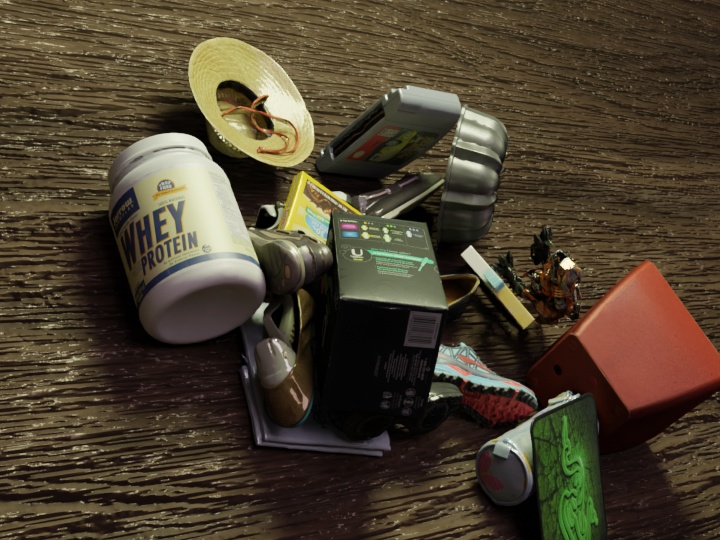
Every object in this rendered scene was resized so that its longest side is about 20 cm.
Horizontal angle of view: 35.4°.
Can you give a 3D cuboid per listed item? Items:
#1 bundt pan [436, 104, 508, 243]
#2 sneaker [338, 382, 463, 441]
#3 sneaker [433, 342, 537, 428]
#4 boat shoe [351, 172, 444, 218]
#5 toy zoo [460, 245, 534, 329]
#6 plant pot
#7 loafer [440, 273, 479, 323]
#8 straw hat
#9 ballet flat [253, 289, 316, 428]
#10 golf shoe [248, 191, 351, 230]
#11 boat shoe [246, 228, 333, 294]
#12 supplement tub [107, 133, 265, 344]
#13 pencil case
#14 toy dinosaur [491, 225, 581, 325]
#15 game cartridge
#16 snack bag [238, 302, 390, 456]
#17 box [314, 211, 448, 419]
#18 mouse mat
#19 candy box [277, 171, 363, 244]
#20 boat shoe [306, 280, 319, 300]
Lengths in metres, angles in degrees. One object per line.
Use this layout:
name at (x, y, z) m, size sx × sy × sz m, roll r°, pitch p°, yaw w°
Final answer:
bundt pan at (0.164, -0.130, 1.619) m, size 0.074 × 0.204 × 0.203 m, roll 13°, pitch 40°, yaw 8°
sneaker at (0.045, 0.144, 1.350) m, size 0.198 × 0.076 × 0.091 m, roll 6°, pitch 41°, yaw -45°
sneaker at (0.149, 0.135, 1.472) m, size 0.198 × 0.079 × 0.097 m, roll 22°, pitch 41°, yaw -26°
boat shoe at (0.052, -0.109, 1.603) m, size 0.057 × 0.067 × 0.199 m, roll 53°, pitch 43°, yaw 3°
toy zoo at (0.191, 0.026, 1.566) m, size 0.132 × 0.020 × 0.200 m, roll 50°, pitch 4°, yaw 7°
plant pot at (0.352, 0.142, 1.565) m, size 0.175 × 0.200 × 0.201 m, roll -22°, pitch 70°, yaw -37°
loafer at (0.080, 0.037, 1.503) m, size 0.198 × 0.072 × 0.073 m, roll -15°, pitch 66°, yaw -47°
straw hat at (-0.163, -0.199, 1.493) m, size 0.199 × 0.085 × 0.204 m, roll 23°, pitch 48°, yaw -28°
ballet flat at (-0.087, 0.084, 1.274) m, size 0.073 × 0.067 × 0.202 m, roll 51°, pitch 29°, yaw -33°
golf shoe at (-0.080, -0.066, 1.453) m, size 0.094 × 0.078 × 0.200 m, roll 41°, pitch 37°, yaw -2°
boat shoe at (-0.092, -0.011, 1.301) m, size 0.072 × 0.199 × 0.076 m, roll -9°, pitch 103°, yaw -26°
supplement tub at (-0.200, -0.036, 1.265) m, size 0.143 × 0.145 × 0.202 m, roll 1°, pitch 54°, yaw -40°
pencil case at (0.230, 0.226, 1.448) m, size 0.083 × 0.092 × 0.199 m, roll 32°, pitch 34°, yaw 28°
toy dinosaur at (0.259, 0.026, 1.591) m, size 0.101 × 0.201 × 0.136 m, roll -20°, pitch 61°, yaw -32°
game cartridge at (0.043, -0.187, 1.573) m, size 0.132 × 0.199 × 0.042 m, roll -3°, pitch 68°, yaw -41°
snack bag at (-0.063, 0.124, 1.341) m, size 0.186 × 0.021 × 0.202 m, roll 10°, pitch 49°, yaw -36°
box at (0.017, 0.047, 1.285) m, size 0.122 × 0.151 × 0.201 m, roll 6°, pitch 28°, yaw -9°
mouse mat at (0.265, 0.268, 1.422) m, size 0.160 × 0.007 × 0.204 m, roll -13°, pitch 99°, yaw -49°
candy box at (-0.013, -0.029, 1.415) m, size 0.199 × 0.026 × 0.103 m, roll 34°, pitch 50°, yaw -23°
boat shoe at (0.000, 0.000, 1.492) m, size 0.067 × 0.057 × 0.198 m, roll 47°, pitch 32°, yaw 24°
